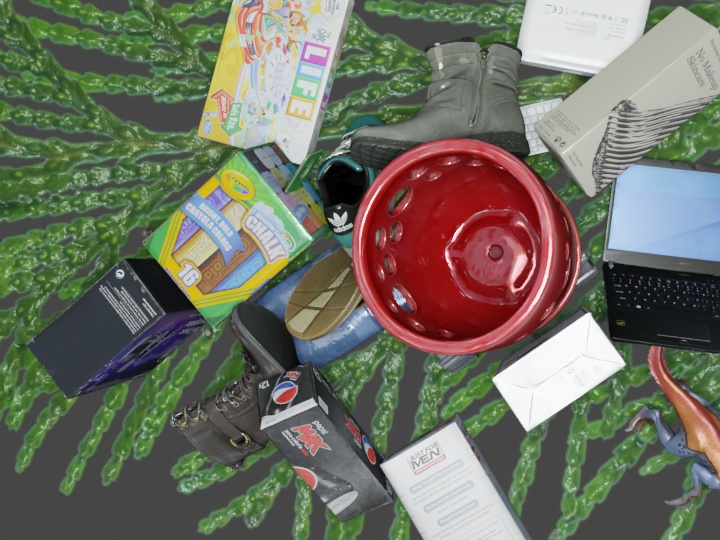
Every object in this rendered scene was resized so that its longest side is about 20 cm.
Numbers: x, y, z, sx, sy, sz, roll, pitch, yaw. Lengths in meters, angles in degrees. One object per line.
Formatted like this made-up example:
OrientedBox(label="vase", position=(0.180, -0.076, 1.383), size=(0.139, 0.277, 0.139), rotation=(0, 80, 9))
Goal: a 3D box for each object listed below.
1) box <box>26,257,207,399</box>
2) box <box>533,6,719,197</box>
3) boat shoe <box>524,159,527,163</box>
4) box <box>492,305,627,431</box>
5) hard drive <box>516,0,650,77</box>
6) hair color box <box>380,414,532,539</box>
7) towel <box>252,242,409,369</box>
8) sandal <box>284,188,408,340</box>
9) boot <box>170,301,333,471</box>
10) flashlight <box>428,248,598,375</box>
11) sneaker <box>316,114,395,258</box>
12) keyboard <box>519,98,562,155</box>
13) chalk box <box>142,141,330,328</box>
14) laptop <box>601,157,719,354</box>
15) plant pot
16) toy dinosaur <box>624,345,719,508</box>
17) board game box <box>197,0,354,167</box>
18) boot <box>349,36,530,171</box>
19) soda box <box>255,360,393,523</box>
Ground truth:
OrientedBox(label="box", position=(-0.250, 0.059, 1.063), size=(0.141, 0.200, 0.079), rotation=(-38, 84, 8))
OrientedBox(label="box", position=(0.290, -0.177, 1.021), size=(0.200, 0.082, 0.068), rotation=(-40, 39, 9))
OrientedBox(label="boat shoe", position=(0.137, -0.148, 1.057), size=(0.071, 0.063, 0.201), rotation=(-18, 84, 7))
OrientedBox(label="box", position=(0.201, 0.094, 0.986), size=(0.116, 0.200, 0.060), rotation=(-36, 83, 10))
OrientedBox(label="hard drive", position=(0.255, -0.318, 1.063), size=(0.131, 0.027, 0.201), rotation=(12, 93, 10))
OrientedBox(label="hair color box", position=(0.117, 0.274, 1.072), size=(0.099, 0.061, 0.200), rotation=(-31, 86, 8))
OrientedBox(label="towel", position=(-0.022, 0.033, 1.101), size=(0.200, 0.049, 0.112), rotation=(-31, 84, 7))
OrientedBox(label="sandal", position=(0.000, 0.000, 1.045), size=(0.200, 0.054, 0.080), rotation=(-51, 46, -7))
OrientedBox(label="boot", position=(-0.137, 0.139, 1.065), size=(0.174, 0.069, 0.200), rotation=(-25, 121, 17))
OrientedBox(label="flashlight", position=(0.164, 0.038, 1.064), size=(0.200, 0.068, 0.068), rotation=(-41, 40, 11))
OrientedBox(label="sneaker", position=(-0.003, -0.110, 1.033), size=(0.071, 0.080, 0.201), rotation=(-18, 45, 22))
OrientedBox(label="keyboard", position=(0.134, -0.146, 1.092), size=(0.199, 0.011, 0.057), rotation=(-12, 88, 9))
OrientedBox(label="chalk box", position=(-0.111, -0.056, 1.057), size=(0.200, 0.125, 0.124), rotation=(-39, 91, 18))
OrientedBox(label="laptop", position=(0.349, -0.017, 1.000), size=(0.176, 0.200, 0.104), rotation=(7, 128, 5))
OrientedBox(label="plant pot", position=(0.113, -0.018, 0.954), size=(0.200, 0.182, 0.201), rotation=(-1, 87, 22))
OrientedBox(label="toy dinosaur", position=(0.353, 0.196, 0.983), size=(0.105, 0.200, 0.182), rotation=(-36, 40, -2))
OrientedBox(label="board game box", position=(-0.098, -0.234, 1.120), size=(0.134, 0.034, 0.201), rotation=(16, 93, 9))
OrientedBox(label="boot", position=(0.078, -0.173, 0.995), size=(0.199, 0.068, 0.131), rotation=(-3, 78, -16))
OrientedBox(label="soda box", position=(-0.036, 0.188, 1.036), size=(0.071, 0.063, 0.200), rotation=(-25, 131, 9))
